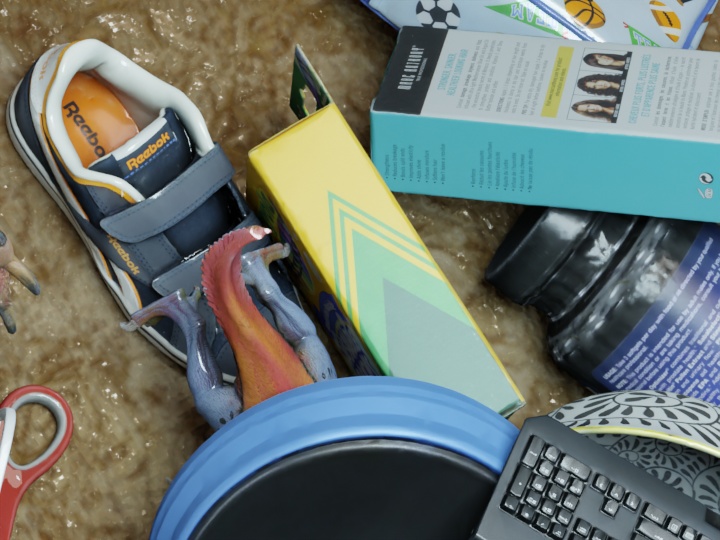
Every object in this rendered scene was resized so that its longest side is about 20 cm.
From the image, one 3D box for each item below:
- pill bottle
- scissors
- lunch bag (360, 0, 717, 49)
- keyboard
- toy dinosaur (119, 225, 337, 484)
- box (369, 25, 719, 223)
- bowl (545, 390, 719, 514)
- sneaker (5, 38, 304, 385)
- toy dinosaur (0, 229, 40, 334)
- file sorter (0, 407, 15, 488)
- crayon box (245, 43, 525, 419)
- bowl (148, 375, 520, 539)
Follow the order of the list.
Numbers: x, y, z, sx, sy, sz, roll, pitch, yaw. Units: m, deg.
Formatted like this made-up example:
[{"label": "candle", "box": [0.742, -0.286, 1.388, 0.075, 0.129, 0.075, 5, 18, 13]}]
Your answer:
[{"label": "pill bottle", "box": [0.167, 0.030, 1.360, 0.200, 0.112, 0.112, 37, 64, -5]}, {"label": "scissors", "box": [-0.183, 0.137, 1.260, 0.073, 0.014, 0.200, 15, 69, -16]}, {"label": "lunch bag", "box": [0.092, -0.158, 1.405, 0.200, 0.076, 0.160, 37, 40, -6]}, {"label": "keyboard", "box": [0.144, 0.147, 1.172, 0.200, 0.040, 0.104, 29, 65, -6]}, {"label": "toy dinosaur", "box": [-0.042, 0.089, 1.250, 0.105, 0.200, 0.182, -25, 82, 1]}, {"label": "box", "box": [0.110, -0.070, 1.306, 0.200, 0.049, 0.082, 6, 37, 10]}, {"label": "bowl", "box": [0.144, 0.124, 1.300, 0.201, 0.201, 0.094, 32, 40, -6]}, {"label": "sneaker", "box": [-0.095, -0.026, 1.309, 0.200, 0.079, 0.078, 48, 64, -1]}, {"label": "toy dinosaur", "box": [-0.202, -0.005, 1.223, 0.135, 0.200, 0.086, 17, 98, 1]}, {"label": "file sorter", "box": [-0.261, 0.103, 1.169, 0.200, 0.125, 0.139, 15, 80, -14]}, {"label": "crayon box", "box": [0.000, 0.000, 1.301, 0.052, 0.126, 0.200, -31, 83, -7]}, {"label": "bowl", "box": [0.002, 0.144, 1.231, 0.201, 0.201, 0.039, 16, 26, -13]}]
